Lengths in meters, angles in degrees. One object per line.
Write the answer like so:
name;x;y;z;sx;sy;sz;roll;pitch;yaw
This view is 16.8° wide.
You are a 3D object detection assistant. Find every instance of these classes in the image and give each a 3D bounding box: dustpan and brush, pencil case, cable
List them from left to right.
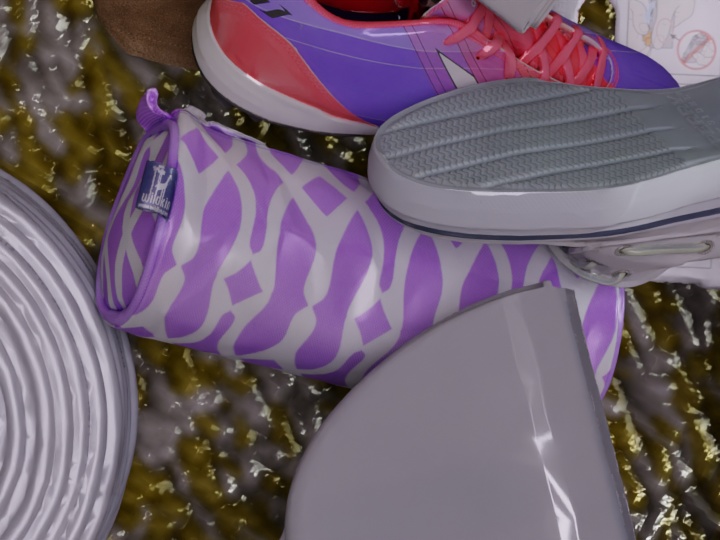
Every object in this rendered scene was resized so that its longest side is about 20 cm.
cable;-0.178;0.051;0.884;0.199;0.069;0.201;21;88;-9
dustpan and brush;-0.002;0.096;0.844;0.198;0.057;0.141;-16;79;11
pencil case;0.000;0.000;0.886;0.199;0.084;0.086;16;69;-22

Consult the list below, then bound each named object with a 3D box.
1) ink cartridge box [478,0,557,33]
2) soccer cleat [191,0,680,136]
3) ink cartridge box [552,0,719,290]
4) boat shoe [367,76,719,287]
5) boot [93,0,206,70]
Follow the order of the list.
ink cartridge box;0.020;-0.198;0.857;0.199;0.145;0.084;37;127;-3
soccer cleat;0.041;-0.078;0.876;0.198;0.073;0.069;11;52;-24
ink cartridge box;0.170;-0.072;0.958;0.198;0.057;0.164;3;91;12
boat shoe;0.095;-0.024;0.858;0.198;0.074;0.067;-5;129;-19
boot;-0.005;-0.116;0.920;0.198;0.074;0.076;0;118;-11
